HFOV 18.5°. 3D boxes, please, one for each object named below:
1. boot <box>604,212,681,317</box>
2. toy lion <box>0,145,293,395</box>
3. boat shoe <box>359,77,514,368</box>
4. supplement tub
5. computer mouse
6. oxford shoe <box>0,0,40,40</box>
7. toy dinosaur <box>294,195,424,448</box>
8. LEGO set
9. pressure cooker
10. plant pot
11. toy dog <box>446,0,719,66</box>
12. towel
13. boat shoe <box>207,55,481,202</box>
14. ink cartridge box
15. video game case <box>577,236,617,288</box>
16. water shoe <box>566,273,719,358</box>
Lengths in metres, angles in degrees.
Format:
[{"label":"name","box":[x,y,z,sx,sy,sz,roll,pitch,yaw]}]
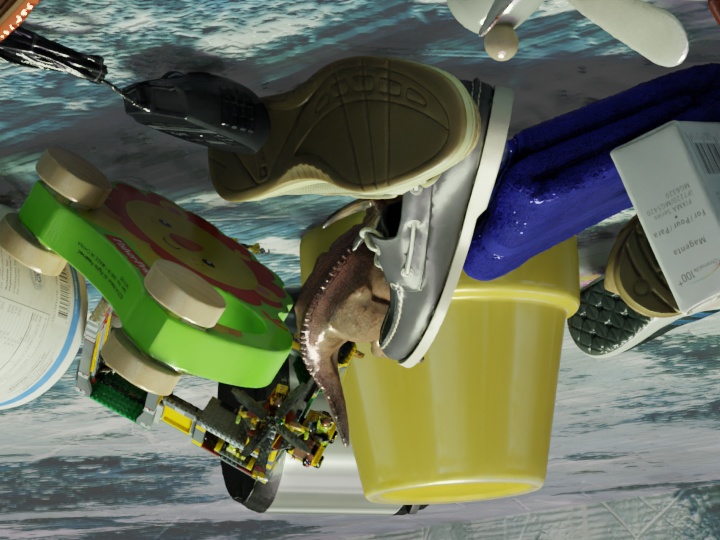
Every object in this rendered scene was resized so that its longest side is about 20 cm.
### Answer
[{"label":"boot","box":[0.196,-0.014,1.378,0.175,0.066,0.200,-38,178,-20]},{"label":"toy lion","box":[-0.108,0.005,1.321,0.191,0.069,0.200,18,-161,-49]},{"label":"boat shoe","box":[0.033,-0.029,1.263,0.062,0.073,0.201,14,130,-5]},{"label":"supplement tub","box":[-0.263,0.010,1.354,0.131,0.133,0.200,-7,167,18]},{"label":"computer mouse","box":[-0.117,-0.100,1.136,0.058,0.034,0.199,8,173,38]},{"label":"oxford shoe","box":[-0.142,-0.144,0.870,0.072,0.072,0.199,35,154,-23]},{"label":"toy dinosaur","box":[0.000,0.000,1.350,0.085,0.201,0.136,24,174,18]},{"label":"LEGO set","box":[-0.091,0.040,1.441,0.199,0.154,0.116,35,149,8]},{"label":"pressure cooker","box":[-0.006,0.112,1.804,0.198,0.178,0.179,4,170,-17]},{"label":"plant pot","box":[0.060,0.064,1.563,0.199,0.191,0.201,-3,167,-1]},{"label":"toy dog","box":[0.115,-0.121,0.931,0.131,0.097,0.200,0,168,-14]},{"label":"towel","box":[0.132,-0.061,1.291,0.147,0.050,0.200,-27,172,-12]},{"label":"boat shoe","box":[-0.001,-0.072,1.198,0.063,0.074,0.200,-2,173,-42]},{"label":"ink cartridge box","box":[0.214,0.006,1.180,0.043,0.175,0.200,-26,172,23]},{"label":"video game case","box":[0.201,0.007,1.739,0.199,0.024,0.181,-14,164,42]},{"label":"water shoe","box":[0.240,-0.001,1.590,0.199,0.072,0.079,-25,175,30]}]
